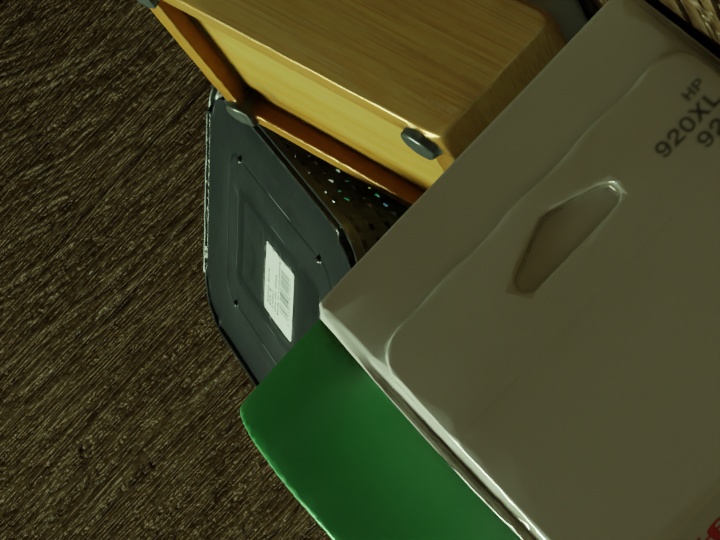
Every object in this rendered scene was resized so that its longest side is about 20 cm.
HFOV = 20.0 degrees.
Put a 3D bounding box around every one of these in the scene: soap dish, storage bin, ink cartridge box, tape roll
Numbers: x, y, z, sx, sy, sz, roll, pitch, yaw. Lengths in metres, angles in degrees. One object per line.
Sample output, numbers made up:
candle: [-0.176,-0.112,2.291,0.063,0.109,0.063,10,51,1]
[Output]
soap dish: [0.006,-0.088,0.821,0.199,0.081,0.157,30,170,28]
storage bin: [0.000,0.000,0.959,0.200,0.093,0.136,-128,36,-54]
ink cartridge box: [0.113,0.037,0.687,0.145,0.147,0.200,45,-177,33]
tape roll: [0.043,0.102,0.749,0.200,0.048,0.200,44,-178,-2]
